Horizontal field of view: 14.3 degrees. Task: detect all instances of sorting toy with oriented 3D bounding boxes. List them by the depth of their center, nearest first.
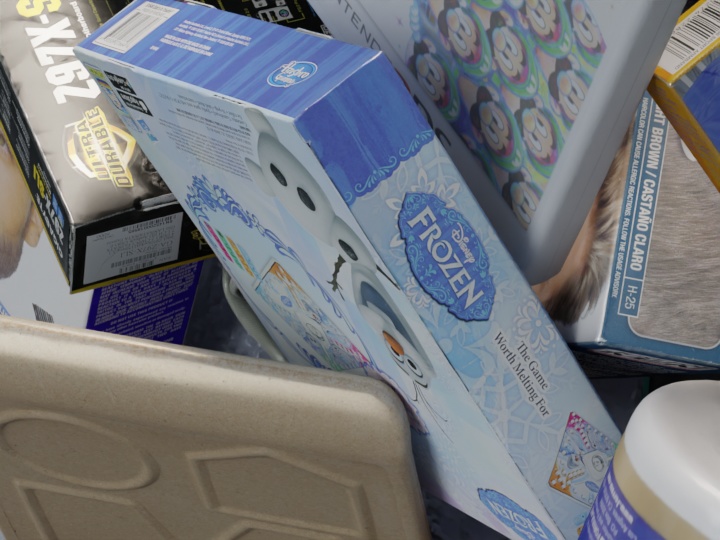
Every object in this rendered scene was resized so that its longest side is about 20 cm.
[{"bbox_3d":[-0.062,0.080,1.086,0.185,0.200,0.037,9,59,12],"label":"sorting toy"}]

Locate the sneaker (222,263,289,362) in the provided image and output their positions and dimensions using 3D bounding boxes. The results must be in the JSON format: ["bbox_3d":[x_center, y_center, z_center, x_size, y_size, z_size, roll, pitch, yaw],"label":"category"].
[{"bbox_3d":[-0.026,-0.025,1.181,0.076,0.092,0.200,-43,63,35],"label":"sneaker"}]

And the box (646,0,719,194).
[{"bbox_3d":[0.189,-0.027,0.930,0.119,0.200,0.041,-39,22,-2],"label":"box"}]

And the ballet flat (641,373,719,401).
[{"bbox_3d":[0.151,-0.013,1.043,0.073,0.073,0.200,16,100,40],"label":"ballet flat"}]

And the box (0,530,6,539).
[{"bbox_3d":[-0.113,0.117,1.209,0.200,0.060,0.117,6,118,14],"label":"box"}]

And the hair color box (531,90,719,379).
[{"bbox_3d":[0.084,-0.014,1.031,0.200,0.060,0.100,169,111,-73],"label":"hair color box"}]

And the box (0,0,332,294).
[{"bbox_3d":[-0.076,-0.099,1.164,0.049,0.159,0.200,101,148,-55],"label":"box"}]

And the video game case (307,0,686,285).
[{"bbox_3d":[0.034,-0.121,0.918,0.182,0.024,0.200,56,149,25],"label":"video game case"}]

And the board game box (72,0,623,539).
[{"bbox_3d":[0.000,0.000,1.010,0.199,0.043,0.200,58,165,-24],"label":"board game box"}]

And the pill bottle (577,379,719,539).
[{"bbox_3d":[0.109,0.148,0.927,0.120,0.120,0.200,36,116,35],"label":"pill bottle"}]

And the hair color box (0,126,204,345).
[{"bbox_3d":[-0.126,-0.003,1.241,0.109,0.065,0.200,53,147,26],"label":"hair color box"}]
